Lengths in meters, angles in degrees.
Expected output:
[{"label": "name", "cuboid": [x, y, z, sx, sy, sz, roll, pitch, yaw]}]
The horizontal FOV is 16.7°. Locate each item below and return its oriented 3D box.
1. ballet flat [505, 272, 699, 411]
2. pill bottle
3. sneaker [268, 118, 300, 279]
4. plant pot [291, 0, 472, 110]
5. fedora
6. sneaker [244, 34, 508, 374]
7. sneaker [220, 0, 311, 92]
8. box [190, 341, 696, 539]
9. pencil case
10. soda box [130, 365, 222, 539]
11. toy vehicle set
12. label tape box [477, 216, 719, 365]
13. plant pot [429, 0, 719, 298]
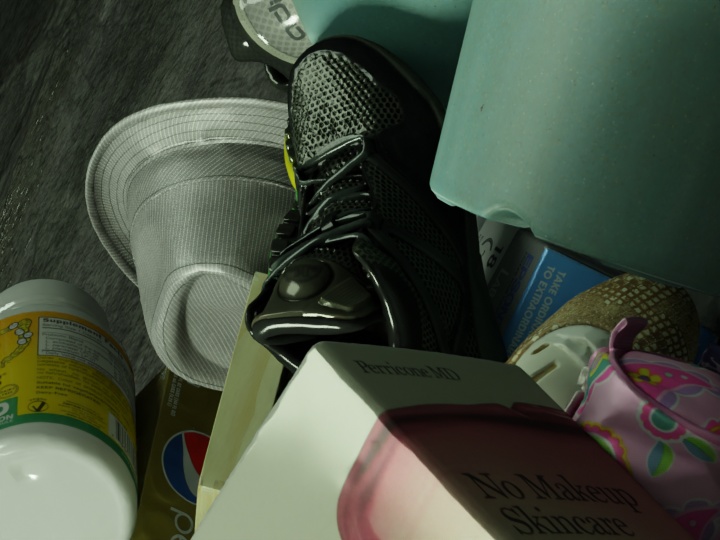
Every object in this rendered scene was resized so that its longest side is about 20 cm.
[{"label": "ballet flat", "cuboid": [0.063, 0.076, 0.995, 0.200, 0.070, 0.065, -47, -13, -2]}, {"label": "pill bottle", "cuboid": [-0.189, 0.090, 1.454, 0.113, 0.112, 0.200, -56, 21, 24]}, {"label": "sneaker", "cuboid": [0.000, 0.000, 1.180, 0.200, 0.078, 0.086, -86, -7, -55]}, {"label": "plant pot", "cuboid": [0.075, -0.166, 1.171, 0.160, 0.201, 0.201, -21, 41, 27]}, {"label": "fedora", "cuboid": [-0.065, 0.002, 1.335, 0.200, 0.176, 0.091, 76, -165, -55]}, {"label": "sneaker", "cuboid": [-0.003, -0.020, 1.050, 0.076, 0.114, 0.200, -23, 68, 27]}, {"label": "sneaker", "cuboid": [-0.004, -0.121, 1.269, 0.087, 0.200, 0.074, -20, 73, 26]}, {"label": "box", "cuboid": [0.053, 0.129, 0.842, 0.200, 0.128, 0.109, 45, 112, 33]}, {"label": "pencil case", "cuboid": [0.085, 0.120, 0.953, 0.201, 0.087, 0.088, -62, 20, 18]}, {"label": "soda box", "cuboid": [-0.115, 0.159, 1.451, 0.064, 0.067, 0.201, -43, 29, 46]}, {"label": "toy vehicle set", "cuboid": [-0.061, 0.107, 1.295, 0.200, 0.026, 0.125, 99, -176, -58]}, {"label": "label tape box", "cuboid": [0.068, 0.056, 1.110, 0.145, 0.063, 0.200, -64, 19, 5]}, {"label": "plant pot", "cuboid": [0.126, -0.100, 0.982, 0.200, 0.199, 0.197, -147, 75, -70]}]
